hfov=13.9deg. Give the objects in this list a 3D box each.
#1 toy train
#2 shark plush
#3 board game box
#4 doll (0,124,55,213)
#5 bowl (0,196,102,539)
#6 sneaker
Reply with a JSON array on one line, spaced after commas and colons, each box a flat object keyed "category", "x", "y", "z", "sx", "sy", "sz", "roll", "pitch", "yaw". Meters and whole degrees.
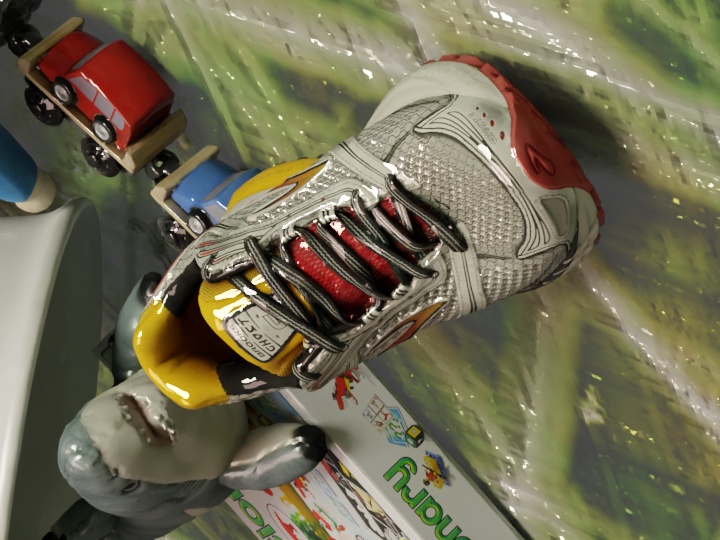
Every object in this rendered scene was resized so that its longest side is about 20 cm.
[{"category": "toy train", "x": -0.087, "y": -0.060, "z": 1.030, "sx": 0.200, "sy": 0.034, "sz": 0.046, "roll": 44, "pitch": 144, "yaw": 9}, {"category": "shark plush", "x": -0.093, "y": 0.073, "z": 1.086, "sx": 0.091, "sy": 0.083, "sz": 0.200, "roll": 49, "pitch": 155, "yaw": -3}, {"category": "board game box", "x": -0.009, "y": 0.080, "z": 1.103, "sx": 0.200, "sy": 0.035, "sz": 0.126, "roll": 49, "pitch": 155, "yaw": -2}, {"category": "doll", "x": -0.164, "y": -0.068, "z": 1.061, "sx": 0.136, "sy": 0.048, "sz": 0.200, "roll": 46, "pitch": 173, "yaw": -13}, {"category": "bowl", "x": -0.158, "y": 0.066, "z": 1.109, "sx": 0.090, "sy": 0.201, "sz": 0.201, "roll": 8, "pitch": 148, "yaw": 2}, {"category": "sneaker", "x": 0.000, "y": 0.000, "z": 0.901, "sx": 0.078, "sy": 0.082, "sz": 0.200, "roll": 51, "pitch": 144, "yaw": -6}]
